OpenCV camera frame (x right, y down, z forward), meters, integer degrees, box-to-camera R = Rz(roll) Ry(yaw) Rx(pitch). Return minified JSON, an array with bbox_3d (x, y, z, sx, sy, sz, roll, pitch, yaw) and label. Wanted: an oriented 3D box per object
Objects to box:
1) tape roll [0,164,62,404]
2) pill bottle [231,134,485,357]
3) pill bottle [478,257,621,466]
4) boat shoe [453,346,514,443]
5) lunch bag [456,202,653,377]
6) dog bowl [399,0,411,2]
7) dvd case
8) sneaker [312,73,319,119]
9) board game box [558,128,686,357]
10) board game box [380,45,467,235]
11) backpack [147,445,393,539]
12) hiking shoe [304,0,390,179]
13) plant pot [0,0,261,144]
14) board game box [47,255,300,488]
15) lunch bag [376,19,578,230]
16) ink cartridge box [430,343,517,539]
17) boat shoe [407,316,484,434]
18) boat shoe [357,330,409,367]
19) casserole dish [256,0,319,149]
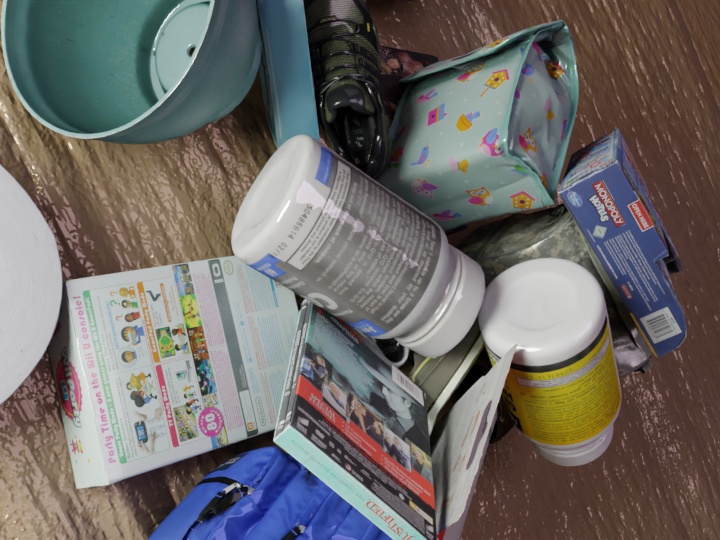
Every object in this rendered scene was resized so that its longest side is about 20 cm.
[{"bbox_3d":[-0.303,0.010,0.538,0.198,0.066,0.204,12,71,-38],"label":"tape roll"},{"bbox_3d":[0.002,-0.013,0.687,0.199,0.113,0.115,32,59,-24],"label":"pill bottle"},{"bbox_3d":[0.184,0.095,0.776,0.113,0.111,0.201,-60,142,-34],"label":"pill bottle"},{"bbox_3d":[0.113,0.086,0.866,0.070,0.070,0.202,-39,104,-41],"label":"boat shoe"},{"bbox_3d":[0.209,0.034,0.898,0.139,0.167,0.202,-39,104,-39],"label":"lunch bag"},{"bbox_3d":[0.034,-0.384,0.894,0.200,0.073,0.202,39,36,-35],"label":"dog bowl"},{"bbox_3d":[0.001,0.111,0.646,0.146,0.022,0.201,43,20,-17],"label":"dvd case"},{"bbox_3d":[-0.030,-0.259,0.832,0.130,0.078,0.202,-88,169,-66],"label":"sneaker"},{"bbox_3d":[0.268,-0.053,0.833,0.201,0.061,0.201,54,26,-19],"label":"board game box"},{"bbox_3d":[0.044,-0.140,0.894,0.134,0.034,0.203,-3,80,-41],"label":"board game box"},{"bbox_3d":[-0.054,0.215,0.630,0.200,0.162,0.169,-40,101,-39],"label":"backpack"},{"bbox_3d":[-0.009,-0.173,0.736,0.075,0.101,0.203,-17,106,0],"label":"hiking shoe"},{"bbox_3d":[-0.160,-0.190,0.651,0.134,0.197,0.204,11,68,-66],"label":"plant pot"},{"bbox_3d":[-0.138,0.072,0.663,0.198,0.064,0.150,-9,83,-43],"label":"board game box"},{"bbox_3d":[0.120,-0.156,0.826,0.122,0.169,0.202,38,57,-35],"label":"lunch bag"},{"bbox_3d":[0.090,0.176,0.709,0.050,0.201,0.162,27,55,-3],"label":"ink cartridge box"},{"bbox_3d":[0.067,0.100,0.795,0.060,0.072,0.203,32,77,10],"label":"boat shoe"},{"bbox_3d":[0.000,0.000,0.788,0.071,0.068,0.203,-11,88,-21],"label":"boat shoe"},{"bbox_3d":[-0.070,-0.190,0.739,0.038,0.122,0.203,-11,122,-8],"label":"casserole dish"}]
